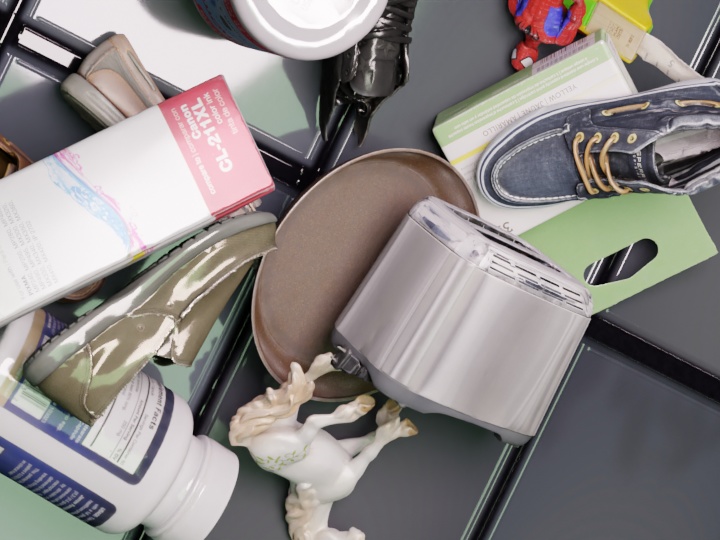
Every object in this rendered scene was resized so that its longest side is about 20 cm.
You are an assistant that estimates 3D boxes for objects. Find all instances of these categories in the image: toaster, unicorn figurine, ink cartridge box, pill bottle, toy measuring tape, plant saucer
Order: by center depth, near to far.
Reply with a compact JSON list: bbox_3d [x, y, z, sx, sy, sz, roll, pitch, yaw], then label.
[{"bbox_3d":[-0.170,-0.039,1.231,0.199,0.146,0.083,-27,93,-15],"label":"ink cartridge box"},{"bbox_3d":[-0.056,-0.200,1.283,0.108,0.200,0.110,-3,100,-16],"label":"pill bottle"},{"bbox_3d":[-0.188,0.115,1.344,0.199,0.111,0.112,34,89,-19],"label":"pill bottle"},{"bbox_3d":[0.072,0.033,1.365,0.199,0.114,0.130,23,102,-40],"label":"toaster"},{"bbox_3d":[0.000,0.000,1.391,0.199,0.032,0.202,-18,123,-29],"label":"plant saucer"},{"bbox_3d":[-0.026,0.142,1.408,0.137,0.074,0.200,-40,120,10],"label":"unicorn figurine"},{"bbox_3d":[0.213,-0.187,1.416,0.199,0.074,0.074,36,88,11],"label":"toy measuring tape"},{"bbox_3d":[0.162,-0.059,1.427,0.145,0.048,0.201,-26,105,15],"label":"ink cartridge box"}]

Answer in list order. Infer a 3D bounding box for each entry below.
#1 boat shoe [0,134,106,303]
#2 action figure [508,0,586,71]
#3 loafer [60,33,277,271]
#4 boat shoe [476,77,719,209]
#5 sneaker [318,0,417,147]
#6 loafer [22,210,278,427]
[{"bbox_3d":[-0.251,-0.050,1.320,0.072,0.068,0.200,-43,108,-6],"label":"boat shoe"},{"bbox_3d":[0.138,-0.216,1.364,0.065,0.201,0.052,31,54,13],"label":"action figure"},{"bbox_3d":[-0.121,-0.083,1.356,0.200,0.072,0.063,43,79,-16],"label":"loafer"},{"bbox_3d":[0.175,-0.082,1.342,0.198,0.091,0.071,-17,109,11],"label":"boat shoe"},{"bbox_3d":[0.015,-0.168,1.332,0.059,0.200,0.105,3,73,-21],"label":"sneaker"},{"bbox_3d":[-0.130,0.032,1.281,0.199,0.075,0.070,-36,95,-13],"label":"loafer"}]
